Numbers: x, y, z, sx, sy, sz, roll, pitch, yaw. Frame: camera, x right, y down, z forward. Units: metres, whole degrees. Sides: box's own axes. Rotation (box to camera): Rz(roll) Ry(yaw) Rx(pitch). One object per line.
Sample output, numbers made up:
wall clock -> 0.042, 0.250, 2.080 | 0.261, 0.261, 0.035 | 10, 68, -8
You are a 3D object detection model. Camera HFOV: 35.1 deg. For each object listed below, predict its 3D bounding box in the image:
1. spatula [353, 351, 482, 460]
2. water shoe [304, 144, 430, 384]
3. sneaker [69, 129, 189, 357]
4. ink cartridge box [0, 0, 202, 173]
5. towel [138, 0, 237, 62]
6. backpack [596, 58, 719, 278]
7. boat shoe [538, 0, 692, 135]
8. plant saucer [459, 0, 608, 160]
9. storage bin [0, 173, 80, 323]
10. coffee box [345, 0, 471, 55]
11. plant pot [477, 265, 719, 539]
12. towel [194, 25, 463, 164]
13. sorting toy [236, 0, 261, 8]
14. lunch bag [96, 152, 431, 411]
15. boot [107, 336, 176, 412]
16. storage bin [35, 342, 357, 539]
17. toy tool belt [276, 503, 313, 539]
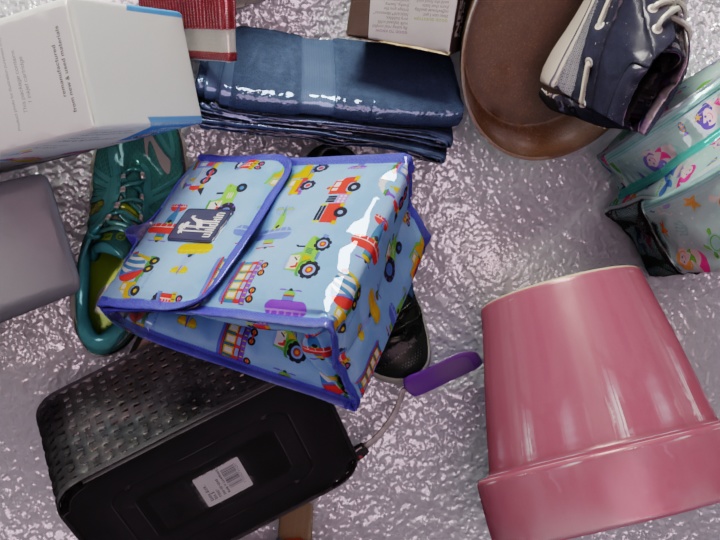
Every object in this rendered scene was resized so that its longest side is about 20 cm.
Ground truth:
spatula -> 0.013, 0.125, 0.900 | 0.200, 0.057, 0.021 | -40, 66, -2
water shoe -> 0.000, 0.000, 0.878 | 0.071, 0.079, 0.201 | -24, 95, -5
sneaker -> -0.174, -0.033, 0.854 | 0.077, 0.080, 0.202 | 9, 91, -7
ink cartridge box -> -0.231, -0.116, 0.773 | 0.199, 0.144, 0.085 | -9, 95, 22
towel -> -0.128, -0.252, 0.806 | 0.023, 0.144, 0.202 | -13, 107, -31
backpack -> 0.284, -0.079, 0.852 | 0.177, 0.200, 0.151 | -35, 96, -4
boat shoe -> 0.209, -0.190, 0.803 | 0.074, 0.093, 0.201 | 11, 110, -37
plant saucer -> 0.151, -0.181, 0.857 | 0.199, 0.034, 0.202 | -17, 126, -25
storage bin -> -0.271, 0.003, 0.792 | 0.133, 0.200, 0.147 | -17, 95, -16
coffee box -> 0.051, -0.265, 0.827 | 0.079, 0.114, 0.202 | 11, 104, 9
plant pot -> 0.174, 0.100, 0.861 | 0.198, 0.200, 0.180 | -11, 78, -7
towel -> -0.026, -0.136, 0.861 | 0.198, 0.112, 0.049 | 5, 130, -5
sorting toy -> -0.052, -0.317, 0.863 | 0.179, 0.107, 0.202 | -15, 95, -26
lunch bag -> -0.072, -0.008, 0.783 | 0.199, 0.094, 0.151 | 9, 53, 22
boot -> -0.119, 0.035, 0.872 | 0.075, 0.074, 0.201 | 37, 85, -14
storage bin -> -0.117, 0.125, 0.830 | 0.199, 0.094, 0.136 | -26, 133, -5
toy tool belt -> -0.105, 0.269, 0.872 | 0.199, 0.125, 0.123 | -26, 57, -9
